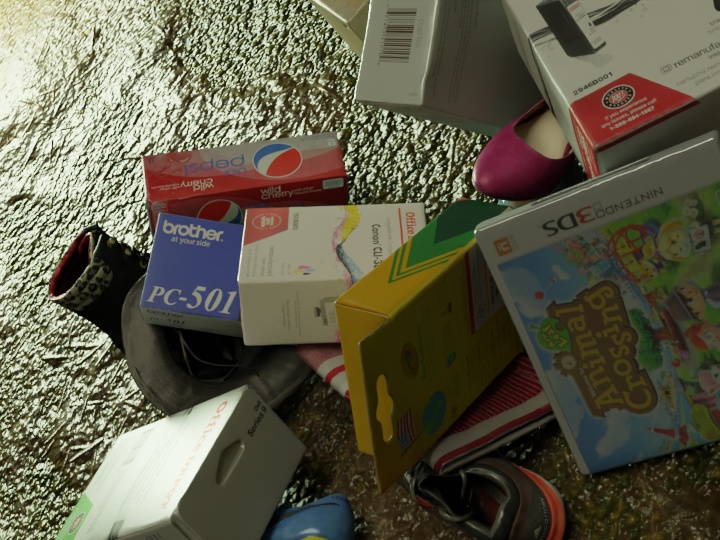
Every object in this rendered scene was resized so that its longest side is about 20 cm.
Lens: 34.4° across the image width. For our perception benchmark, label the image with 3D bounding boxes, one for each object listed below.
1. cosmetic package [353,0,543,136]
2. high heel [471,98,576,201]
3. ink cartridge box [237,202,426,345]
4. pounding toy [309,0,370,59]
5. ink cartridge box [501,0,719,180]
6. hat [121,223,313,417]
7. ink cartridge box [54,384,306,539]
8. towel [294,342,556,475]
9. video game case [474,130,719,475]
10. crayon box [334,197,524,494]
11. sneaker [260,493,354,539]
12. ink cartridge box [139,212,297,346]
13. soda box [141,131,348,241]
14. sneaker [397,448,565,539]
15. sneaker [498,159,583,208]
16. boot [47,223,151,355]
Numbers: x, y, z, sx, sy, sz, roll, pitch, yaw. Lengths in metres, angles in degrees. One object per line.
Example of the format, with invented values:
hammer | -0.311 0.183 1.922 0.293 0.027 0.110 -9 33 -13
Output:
cosmetic package | 0.095 -0.179 0.994 0.080 0.198 0.115 12 92 42
high heel | 0.166 -0.126 0.918 0.198 0.097 0.067 -27 62 -32
ink cartridge box | 0.000 0.000 0.978 0.196 0.069 0.117 -2 34 -1
pounding toy | 0.075 -0.279 1.111 0.200 0.184 0.142 -47 42 2
ink cartridge box | 0.203 -0.161 0.852 0.142 0.084 0.202 -26 49 6
hat | -0.125 0.062 1.107 0.196 0.081 0.204 1 68 -3
ink cartridge box | -0.158 0.197 0.987 0.198 0.084 0.147 -24 27 42
towel | 0.057 0.081 0.928 0.142 0.023 0.199 -21 33 -28
video game case | 0.196 0.030 0.798 0.180 0.203 0.022 -21 11 28
crayon box | 0.046 0.048 0.839 0.050 0.129 0.199 13 35 34
sneaker | -0.084 0.246 0.973 0.198 0.066 0.079 -30 26 25
ink cartridge box | -0.094 0.012 1.060 0.196 0.044 0.096 8 67 -1
soda box | -0.113 -0.081 1.148 0.196 0.064 0.071 -8 48 -8
sneaker | 0.064 0.149 0.881 0.199 0.081 0.078 22 92 47
sneaker | 0.139 -0.032 0.955 0.073 0.082 0.203 -19 50 31
boot | -0.206 -0.009 1.182 0.205 0.153 0.073 -52 42 -2
